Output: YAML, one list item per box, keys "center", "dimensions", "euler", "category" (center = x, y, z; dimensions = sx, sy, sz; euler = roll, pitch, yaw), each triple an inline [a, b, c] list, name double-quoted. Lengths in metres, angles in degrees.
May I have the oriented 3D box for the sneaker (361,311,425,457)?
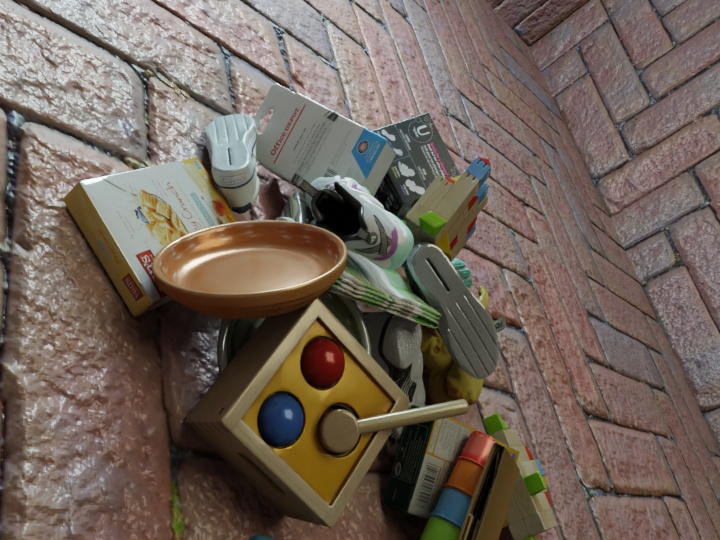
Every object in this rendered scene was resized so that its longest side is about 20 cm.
- center: [0.023, 0.142, 0.968]
  dimensions: [0.075, 0.113, 0.204]
  euler: [-23, 117, -50]
  category: "sneaker"

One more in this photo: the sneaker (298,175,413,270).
- center: [-0.035, -0.083, 0.884]
  dimensions: [0.199, 0.079, 0.139]
  euler: [34, 6, 42]
  category: "sneaker"

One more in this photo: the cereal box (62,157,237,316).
- center: [-0.216, -0.046, 0.815]
  dimensions: [0.145, 0.039, 0.200]
  euler: [57, 28, -1]
  category: "cereal box"

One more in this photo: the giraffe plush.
- center: [0.096, 0.103, 1.064]
  dimensions: [0.159, 0.201, 0.175]
  euler: [11, 49, -14]
  category: "giraffe plush"

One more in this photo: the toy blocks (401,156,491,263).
- center: [0.126, -0.078, 1.013]
  dimensions: [0.099, 0.137, 0.201]
  euler: [35, -15, 19]
  category: "toy blocks"

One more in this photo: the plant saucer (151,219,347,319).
- center: [-0.111, -0.002, 0.741]
  dimensions: [0.200, 0.196, 0.038]
  euler: [-49, 141, -60]
  category: "plant saucer"

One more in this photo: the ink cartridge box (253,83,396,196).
- center: [-0.063, -0.170, 1.041]
  dimensions: [0.198, 0.117, 0.068]
  euler: [31, 1, 18]
  category: "ink cartridge box"

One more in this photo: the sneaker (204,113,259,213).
- center: [-0.171, -0.145, 0.966]
  dimensions: [0.202, 0.071, 0.072]
  euler: [-99, -175, -55]
  category: "sneaker"

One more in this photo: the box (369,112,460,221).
- center: [0.066, -0.131, 1.151]
  dimensions: [0.113, 0.200, 0.134]
  euler: [-21, 75, -17]
  category: "box"

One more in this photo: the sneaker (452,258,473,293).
- center: [0.150, 0.081, 1.230]
  dimensions: [0.077, 0.090, 0.205]
  euler: [-14, 98, -43]
  category: "sneaker"

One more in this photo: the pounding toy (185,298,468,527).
- center: [-0.030, 0.146, 0.741]
  dimensions: [0.200, 0.141, 0.185]
  euler: [48, 59, -17]
  category: "pounding toy"

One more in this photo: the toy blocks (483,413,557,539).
- center: [0.250, 0.331, 1.131]
  dimensions: [0.136, 0.099, 0.203]
  euler: [24, 41, -59]
  category: "toy blocks"

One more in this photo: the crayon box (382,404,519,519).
- center: [0.125, 0.272, 0.966]
  dimensions: [0.199, 0.051, 0.128]
  euler: [31, 72, -39]
  category: "crayon box"

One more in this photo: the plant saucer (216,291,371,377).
- center: [-0.080, 0.097, 0.834]
  dimensions: [0.197, 0.050, 0.205]
  euler: [8, 76, -34]
  category: "plant saucer"

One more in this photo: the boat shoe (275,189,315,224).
- center: [-0.081, -0.023, 0.966]
  dimensions: [0.074, 0.073, 0.202]
  euler: [35, 29, -26]
  category: "boat shoe"

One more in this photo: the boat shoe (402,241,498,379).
- center: [0.121, 0.049, 0.971]
  dimensions: [0.203, 0.071, 0.071]
  euler: [62, -10, -9]
  category: "boat shoe"

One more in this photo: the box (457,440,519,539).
- center: [0.155, 0.306, 0.889]
  dimensions: [0.166, 0.021, 0.200]
  euler: [-68, 156, -15]
  category: "box"

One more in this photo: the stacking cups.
- center: [0.111, 0.293, 0.890]
  dimensions: [0.060, 0.060, 0.202]
  euler: [42, 59, -24]
  category: "stacking cups"

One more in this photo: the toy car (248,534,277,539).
- center: [-0.029, 0.364, 0.636]
  dimensions: [0.182, 0.176, 0.204]
  euler: [26, 69, -23]
  category: "toy car"

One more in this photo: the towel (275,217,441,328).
- center: [0.000, 0.000, 0.889]
  dimensions: [0.198, 0.031, 0.149]
  euler: [22, 18, -41]
  category: "towel"
